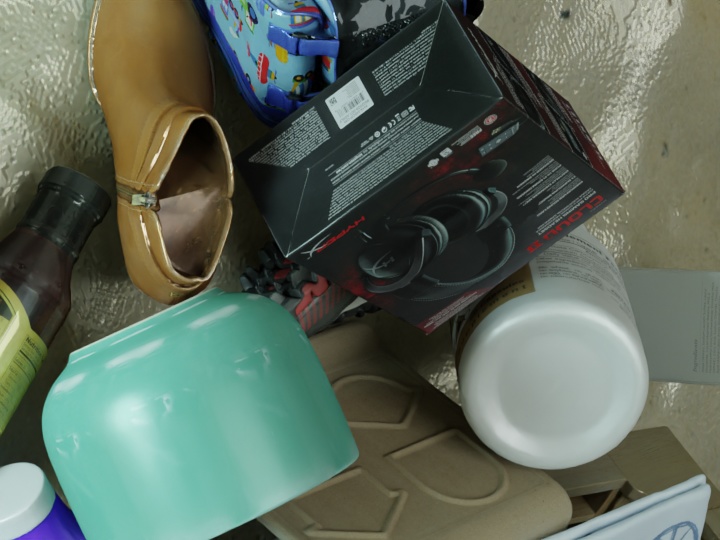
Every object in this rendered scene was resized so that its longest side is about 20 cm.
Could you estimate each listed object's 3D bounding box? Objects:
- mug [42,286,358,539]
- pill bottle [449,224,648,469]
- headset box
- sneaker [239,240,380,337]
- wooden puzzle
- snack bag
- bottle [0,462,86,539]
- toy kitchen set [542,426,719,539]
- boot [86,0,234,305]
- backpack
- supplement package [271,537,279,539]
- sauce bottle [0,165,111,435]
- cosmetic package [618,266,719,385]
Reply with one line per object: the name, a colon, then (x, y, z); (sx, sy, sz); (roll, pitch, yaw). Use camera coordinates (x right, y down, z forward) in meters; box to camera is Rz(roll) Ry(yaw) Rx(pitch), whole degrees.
mug: (-0.097, 0.080, 1.281); (0.152, 0.185, 0.115); (-26, 92, -25)
pill bottle: (0.113, 0.030, 1.503); (0.200, 0.114, 0.114); (-93, 161, -66)
headset box: (0.046, -0.050, 1.347); (0.200, 0.149, 0.077); (31, 27, -58)
sneaker: (0.000, 0.000, 1.485); (0.200, 0.071, 0.098); (-45, 118, -34)
wooden puzzle: (-0.001, 0.123, 1.436); (0.185, 0.200, 0.046); (-19, 139, -41)
snack bag: (0.138, 0.237, 1.479); (0.188, 0.021, 0.200); (-19, 125, -37)
bottle: (-0.155, 0.193, 1.322); (0.065, 0.083, 0.200); (-67, 144, -46)
toy kitchen set: (0.169, 0.239, 1.602); (0.180, 0.200, 0.163); (-4, 136, -43)
boot: (-0.103, -0.082, 1.317); (0.074, 0.155, 0.200); (-8, 91, -11)
backpack: (-0.022, -0.151, 1.395); (0.134, 0.200, 0.183); (-19, 63, -16)
supplement package: (0.008, 0.239, 1.452); (0.200, 0.111, 0.156); (-16, 118, -41)
sauce bottle: (-0.201, 0.034, 1.306); (0.066, 0.066, 0.200); (44, 61, -35)
cosmetic package: (0.247, 0.039, 1.630); (0.113, 0.200, 0.081); (3, 91, -45)
